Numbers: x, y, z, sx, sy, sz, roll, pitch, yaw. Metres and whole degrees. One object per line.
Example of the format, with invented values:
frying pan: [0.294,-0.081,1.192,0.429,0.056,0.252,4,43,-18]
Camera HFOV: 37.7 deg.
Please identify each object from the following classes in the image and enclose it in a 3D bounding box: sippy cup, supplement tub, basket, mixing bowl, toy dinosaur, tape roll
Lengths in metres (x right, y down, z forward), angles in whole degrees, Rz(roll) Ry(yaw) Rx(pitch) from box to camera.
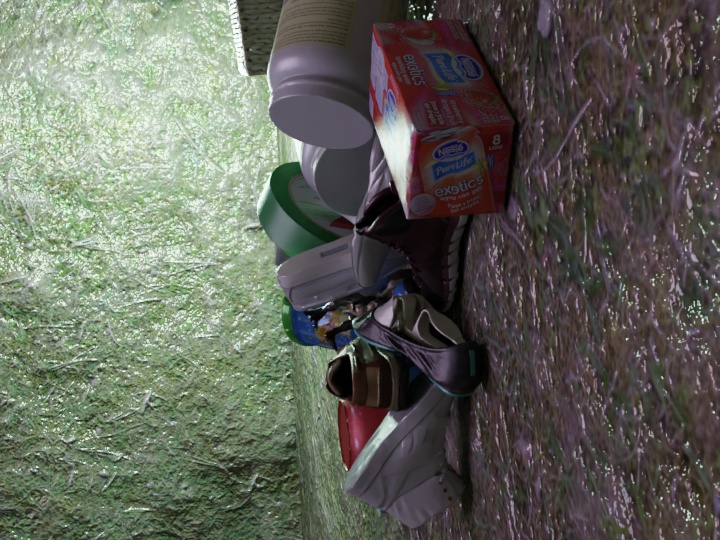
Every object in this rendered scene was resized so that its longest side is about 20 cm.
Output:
sippy cup: [-0.025,0.061,1.541,0.130,0.177,0.141,18,119,35]
supplement tub: [-0.015,-0.176,1.376,0.201,0.144,0.146,-107,16,-53]
basket: [-0.119,-0.412,1.752,0.200,0.196,0.162,-131,36,-74]
supplement tub: [-0.027,-0.259,1.219,0.145,0.144,0.202,112,170,-70]
mixing bowl: [0.029,0.216,1.416,0.200,0.107,0.202,174,90,-81]
toy dinosaur: [-0.020,0.051,1.347,0.048,0.088,0.200,56,170,-20]
tape roll: [-0.036,-0.065,1.387,0.048,0.199,0.201,-60,27,30]

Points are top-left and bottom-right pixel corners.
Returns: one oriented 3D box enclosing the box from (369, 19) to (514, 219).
box: [0.071,-0.147,1.000,0.201,0.094,0.100,-105,14,-49]

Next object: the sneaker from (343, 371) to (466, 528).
sneaker: [0.082,0.196,1.186,0.201,0.115,0.074,-55,9,15]

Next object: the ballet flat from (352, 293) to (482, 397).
ballet flat: [0.064,0.066,1.139,0.199,0.068,0.069,28,120,47]

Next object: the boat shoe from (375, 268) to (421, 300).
boat shoe: [0.040,0.070,1.380,0.203,0.074,0.075,107,155,-66]

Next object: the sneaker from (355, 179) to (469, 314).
sneaker: [0.049,-0.030,1.135,0.076,0.114,0.201,-104,13,-46]

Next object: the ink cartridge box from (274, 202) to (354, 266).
ink cartridge box: [-0.051,-0.074,1.568,0.200,0.144,0.084,-97,17,-64]

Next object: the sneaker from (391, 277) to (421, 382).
sneaker: [0.044,0.092,1.269,0.201,0.078,0.066,83,-179,-45]

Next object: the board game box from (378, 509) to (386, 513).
board game box: [0.032,0.248,1.599,0.151,0.046,0.202,-168,74,-81]

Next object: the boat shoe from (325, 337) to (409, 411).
boat shoe: [-0.004,0.115,1.219,0.200,0.073,0.076,-173,82,-75]

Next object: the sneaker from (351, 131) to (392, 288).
sneaker: [0.039,-0.070,1.172,0.070,0.080,0.202,-67,-9,-73]

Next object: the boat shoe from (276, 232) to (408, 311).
boat shoe: [0.000,0.000,1.267,0.072,0.198,0.069,-99,-12,-63]
